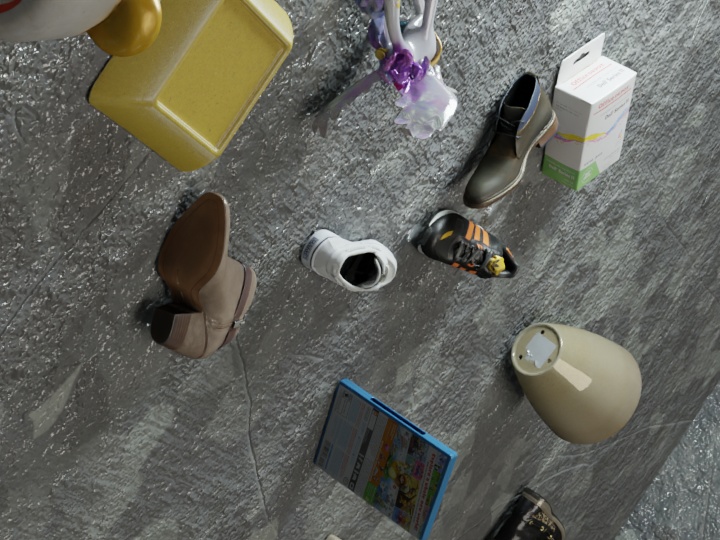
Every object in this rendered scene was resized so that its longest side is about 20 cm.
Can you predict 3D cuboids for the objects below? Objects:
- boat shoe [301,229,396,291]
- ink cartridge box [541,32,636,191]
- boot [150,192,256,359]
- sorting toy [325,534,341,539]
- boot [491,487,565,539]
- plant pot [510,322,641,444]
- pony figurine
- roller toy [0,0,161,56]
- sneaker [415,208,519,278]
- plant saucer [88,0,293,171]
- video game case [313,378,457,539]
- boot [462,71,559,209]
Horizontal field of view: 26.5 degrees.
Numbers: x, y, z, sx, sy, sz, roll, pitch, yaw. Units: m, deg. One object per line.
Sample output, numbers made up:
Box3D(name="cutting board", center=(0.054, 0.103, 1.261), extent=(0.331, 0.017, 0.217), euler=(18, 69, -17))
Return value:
Box3D(name="boat shoe", center=(0.000, 0.000, 1.918), extent=(0.200, 0.065, 0.074), euler=(8, 111, -59))
Box3D(name="ink cartridge box", center=(0.333, -0.229, 2.213), extent=(0.117, 0.067, 0.200), euler=(-36, 145, -34))
Box3D(name="boot", center=(-0.160, 0.006, 1.686), extent=(0.146, 0.070, 0.200), euler=(-5, 124, -63))
Box3D(name="sorting toy", center=(-0.045, 0.526, 2.360), extent=(0.199, 0.070, 0.200), euler=(-54, 151, -7))
Box3D(name="boot", center=(0.310, 0.512, 2.896), extent=(0.151, 0.073, 0.200), euler=(-51, 147, -15))
Box3D(name="plant pot", center=(0.336, 0.165, 2.516), extent=(0.187, 0.187, 0.200), euler=(-56, 137, -3))
Box3D(name="pony figurine", center=(0.047, -0.233, 1.704), extent=(0.193, 0.166, 0.200), euler=(-41, 132, -43))
Box3D(name="roller toy", center=(-0.230, -0.269, 1.167), extent=(0.140, 0.200, 0.183), euler=(-18, 127, -51))
Box3D(name="sneaker", center=(0.156, -0.029, 2.107), extent=(0.200, 0.090, 0.070), euler=(13, 106, -61))
Box3D(name="plant saucer", center=(-0.149, -0.202, 1.507), extent=(0.200, 0.048, 0.200), euler=(-57, 152, -3))
Box3D(name="video game case", center=(0.031, 0.256, 2.076), extent=(0.018, 0.200, 0.143), euler=(-17, 132, -50))
Box3D(name="boot", center=(0.190, -0.177, 2.055), extent=(0.200, 0.075, 0.097), euler=(-51, 140, -27))
